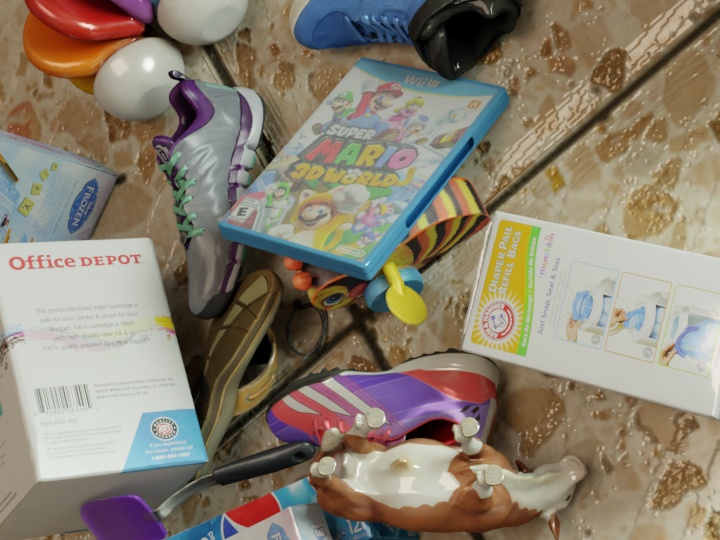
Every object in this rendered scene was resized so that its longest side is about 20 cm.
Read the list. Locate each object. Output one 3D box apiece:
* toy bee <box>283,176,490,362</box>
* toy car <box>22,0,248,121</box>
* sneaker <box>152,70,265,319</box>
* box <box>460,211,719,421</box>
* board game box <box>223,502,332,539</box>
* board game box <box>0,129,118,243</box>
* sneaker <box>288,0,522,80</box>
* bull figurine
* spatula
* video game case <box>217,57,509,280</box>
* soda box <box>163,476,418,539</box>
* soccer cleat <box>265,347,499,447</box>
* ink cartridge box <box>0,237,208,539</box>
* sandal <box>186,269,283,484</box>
[{"bbox_3d":[0.000,0.000,1.363,0.131,0.109,0.200,41,104,30],"label":"toy bee"},{"bbox_3d":[-0.208,-0.241,1.521,0.200,0.150,0.175,-47,59,18],"label":"toy car"},{"bbox_3d":[-0.137,-0.061,1.459,0.074,0.087,0.201,-27,52,56],"label":"sneaker"},{"bbox_3d":[0.186,0.033,1.228,0.199,0.112,0.102,14,90,35],"label":"box"},{"bbox_3d":[-0.080,0.300,1.318,0.199,0.043,0.201,-30,71,33],"label":"board game box"},{"bbox_3d":[-0.324,-0.020,1.528,0.041,0.199,0.201,31,98,36],"label":"board game box"},{"bbox_3d":[0.034,-0.193,1.394,0.199,0.077,0.112,-21,60,22],"label":"sneaker"},{"bbox_3d":[0.058,0.146,1.259,0.199,0.122,0.065,-2,61,9],"label":"bull figurine"},{"bbox_3d":[-0.125,0.170,1.392,0.199,0.057,0.021,-24,35,12],"label":"spatula"},{"bbox_3d":[0.003,-0.082,1.362,0.143,0.018,0.200,16,54,35],"label":"video game case"},{"bbox_3d":[-0.059,0.209,1.386,0.199,0.068,0.064,-27,67,27],"label":"soda box"},{"bbox_3d":[0.011,0.113,1.352,0.199,0.068,0.074,-13,55,28],"label":"soccer cleat"},{"bbox_3d":[-0.235,0.094,1.452,0.146,0.146,0.201,-45,55,51],"label":"ink cartridge box"},{"bbox_3d":[-0.097,0.086,1.443,0.080,0.054,0.201,-116,43,-58],"label":"sandal"}]
